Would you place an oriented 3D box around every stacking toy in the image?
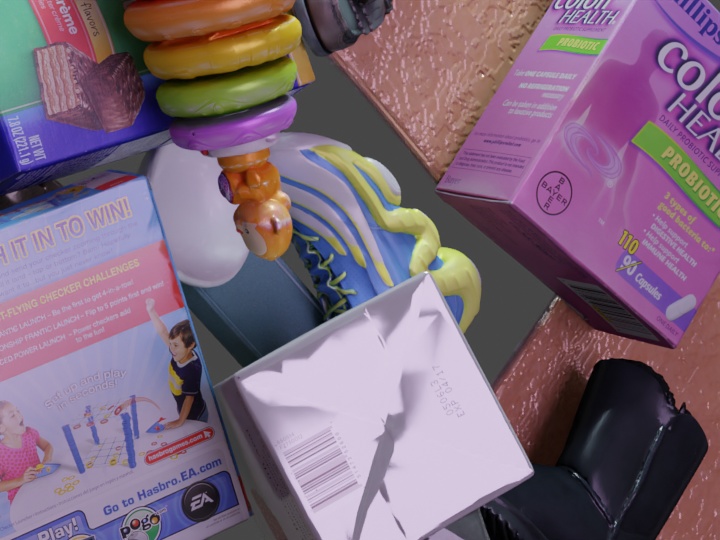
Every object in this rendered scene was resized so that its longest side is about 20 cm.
[{"bbox_3d":[-0.070,-0.101,1.062,0.109,0.116,0.202,-18,105,-26],"label":"stacking toy"}]

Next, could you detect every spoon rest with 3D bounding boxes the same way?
[{"bbox_3d":[-0.122,-0.022,1.155,0.200,0.060,0.100,-32,109,-49],"label":"spoon rest"}]

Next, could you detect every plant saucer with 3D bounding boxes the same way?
[{"bbox_3d":[-0.040,0.048,1.274,0.200,0.019,0.070,50,64,-25],"label":"plant saucer"}]

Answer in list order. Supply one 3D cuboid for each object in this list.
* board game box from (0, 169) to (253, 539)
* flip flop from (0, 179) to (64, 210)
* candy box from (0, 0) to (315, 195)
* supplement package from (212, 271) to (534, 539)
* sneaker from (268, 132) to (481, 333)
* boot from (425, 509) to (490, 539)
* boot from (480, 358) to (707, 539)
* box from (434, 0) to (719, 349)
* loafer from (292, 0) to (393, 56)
[{"bbox_3d":[-0.178,0.073,1.044,0.199,0.056,0.198,-22,105,-23],"label":"board game box"},{"bbox_3d":[-0.207,-0.036,1.133,0.199,0.057,0.082,33,71,-30],"label":"flip flop"},{"bbox_3d":[-0.143,-0.150,1.115,0.199,0.077,0.171,-21,92,-33],"label":"candy box"},{"bbox_3d":[-0.006,0.090,1.102,0.119,0.200,0.122,-28,88,-12],"label":"supplement package"},{"bbox_3d":[0.000,0.000,1.255,0.199,0.075,0.106,35,54,-31],"label":"sneaker"},{"bbox_3d":[0.008,0.185,1.230,0.180,0.073,0.202,-4,89,2],"label":"boot"},{"bbox_3d":[0.135,0.127,1.354,0.200,0.076,0.169,37,61,-19],"label":"boot"},{"bbox_3d":[0.182,-0.082,1.366,0.176,0.096,0.201,39,77,-28],"label":"box"},{"bbox_3d":[0.000,-0.187,1.208,0.200,0.062,0.072,-76,149,-65],"label":"loafer"}]
